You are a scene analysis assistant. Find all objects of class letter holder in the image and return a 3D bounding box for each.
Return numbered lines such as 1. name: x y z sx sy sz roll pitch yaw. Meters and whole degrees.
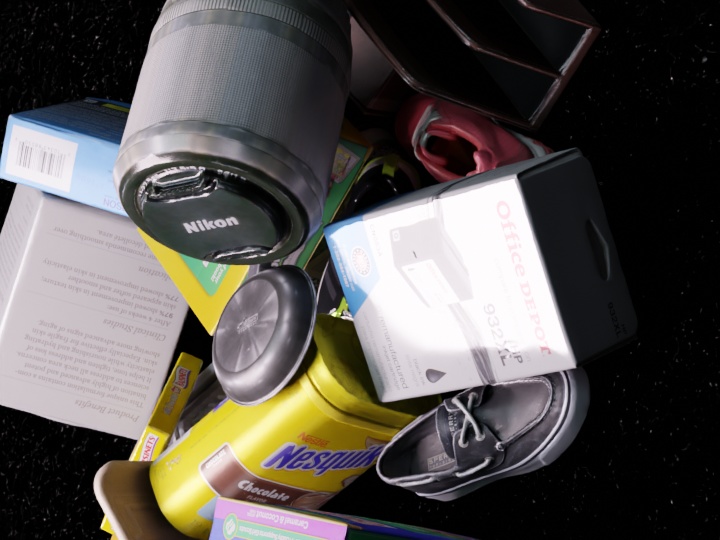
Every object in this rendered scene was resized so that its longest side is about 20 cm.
1. letter holder: 0.070 -0.218 1.618 0.101 0.142 0.200 -58 39 24

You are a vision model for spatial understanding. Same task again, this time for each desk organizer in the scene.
1. desk organizer: -0.011 -0.221 1.746 0.200 0.072 0.077 50 117 29

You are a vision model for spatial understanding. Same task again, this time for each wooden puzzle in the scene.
1. wooden puzzle: -0.126 0.251 1.662 0.046 0.185 0.201 -37 67 24

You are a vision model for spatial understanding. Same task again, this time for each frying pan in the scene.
1. frying pan: -0.067 0.012 1.588 0.115 0.031 0.191 -3 68 51

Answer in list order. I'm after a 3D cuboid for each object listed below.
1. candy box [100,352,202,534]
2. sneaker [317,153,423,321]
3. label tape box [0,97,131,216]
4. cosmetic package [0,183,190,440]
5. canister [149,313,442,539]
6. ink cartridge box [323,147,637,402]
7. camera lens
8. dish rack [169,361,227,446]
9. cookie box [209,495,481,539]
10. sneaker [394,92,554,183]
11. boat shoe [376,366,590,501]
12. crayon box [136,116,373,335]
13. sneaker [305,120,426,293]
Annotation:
1. candy box: -0.178 0.147 1.780 0.200 0.026 0.103 -77 9 -75
2. sneaker: 0.000 0.000 1.664 0.083 0.071 0.201 -51 -28 -75
3. label tape box: -0.223 -0.108 1.907 0.142 0.200 0.067 16 103 15
4. cosmetic package: -0.260 0.026 1.938 0.166 0.166 0.201 -135 63 -69
5. canister: -0.053 0.133 1.640 0.200 0.148 0.087 -41 55 25
6. ink cartridge box: 0.086 0.007 1.513 0.199 0.084 0.146 -14 96 44
7. camera lens: -0.094 -0.117 1.569 0.160 0.160 0.201 -28 42 47
8. dish rack: -0.117 0.169 1.835 0.200 0.043 0.172 -42 47 39
9. cookie box: 0.013 0.221 1.506 0.171 0.199 0.076 4 82 54
10. sneaker: 0.073 -0.105 1.625 0.200 0.086 0.074 34 106 53
11. boat shoe: 0.088 0.119 1.550 0.200 0.068 0.072 -30 56 45
12. crayon box: -0.093 -0.068 1.738 0.201 0.058 0.173 -60 41 18
13. sneaker: -0.006 -0.020 1.730 0.089 0.077 0.201 38 116 35
